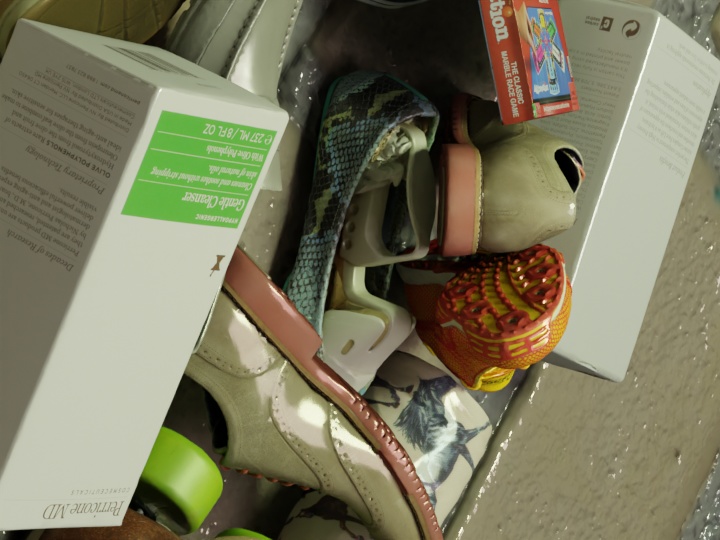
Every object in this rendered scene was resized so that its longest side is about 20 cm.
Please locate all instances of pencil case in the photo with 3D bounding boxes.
[{"bbox_3d":[-0.003,0.137,1.463,0.078,0.089,0.200,37,66,-17],"label":"pencil case"}]

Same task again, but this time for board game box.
[{"bbox_3d":[0.084,-0.129,1.438,0.200,0.019,0.103,-24,102,-79],"label":"board game box"}]

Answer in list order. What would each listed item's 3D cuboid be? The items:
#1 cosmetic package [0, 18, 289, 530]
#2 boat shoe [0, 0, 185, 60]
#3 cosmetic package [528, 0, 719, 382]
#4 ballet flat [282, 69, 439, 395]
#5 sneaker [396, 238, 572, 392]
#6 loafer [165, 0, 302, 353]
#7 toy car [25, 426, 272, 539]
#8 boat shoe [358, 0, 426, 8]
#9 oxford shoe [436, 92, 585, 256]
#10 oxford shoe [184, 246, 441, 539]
[{"bbox_3d":[-0.123,0.004,1.188,0.108,0.085,0.200,3,111,-60],"label":"cosmetic package"},{"bbox_3d":[-0.098,-0.156,1.231,0.201,0.063,0.073,-44,157,-30],"label":"boat shoe"},{"bbox_3d":[0.131,-0.047,1.597,0.102,0.074,0.200,27,81,-56],"label":"cosmetic package"},{"bbox_3d":[0.000,0.000,1.421,0.074,0.074,0.200,-6,108,-55],"label":"ballet flat"},{"bbox_3d":[0.072,0.027,1.437,0.073,0.200,0.077,-20,100,-5],"label":"sneaker"},{"bbox_3d":[-0.062,-0.058,1.265,0.070,0.070,0.200,-10,126,-65],"label":"loafer"},{"bbox_3d":[-0.054,0.177,1.270,0.158,0.200,0.164,52,56,-33],"label":"toy car"},{"bbox_3d":[0.019,-0.160,1.380,0.200,0.071,0.072,-12,111,-57],"label":"boat shoe"},{"bbox_3d":[0.078,-0.046,1.449,0.200,0.075,0.071,-81,173,-72],"label":"oxford shoe"},{"bbox_3d":[-0.034,0.077,1.364,0.075,0.070,0.200,-40,113,-6],"label":"oxford shoe"}]
